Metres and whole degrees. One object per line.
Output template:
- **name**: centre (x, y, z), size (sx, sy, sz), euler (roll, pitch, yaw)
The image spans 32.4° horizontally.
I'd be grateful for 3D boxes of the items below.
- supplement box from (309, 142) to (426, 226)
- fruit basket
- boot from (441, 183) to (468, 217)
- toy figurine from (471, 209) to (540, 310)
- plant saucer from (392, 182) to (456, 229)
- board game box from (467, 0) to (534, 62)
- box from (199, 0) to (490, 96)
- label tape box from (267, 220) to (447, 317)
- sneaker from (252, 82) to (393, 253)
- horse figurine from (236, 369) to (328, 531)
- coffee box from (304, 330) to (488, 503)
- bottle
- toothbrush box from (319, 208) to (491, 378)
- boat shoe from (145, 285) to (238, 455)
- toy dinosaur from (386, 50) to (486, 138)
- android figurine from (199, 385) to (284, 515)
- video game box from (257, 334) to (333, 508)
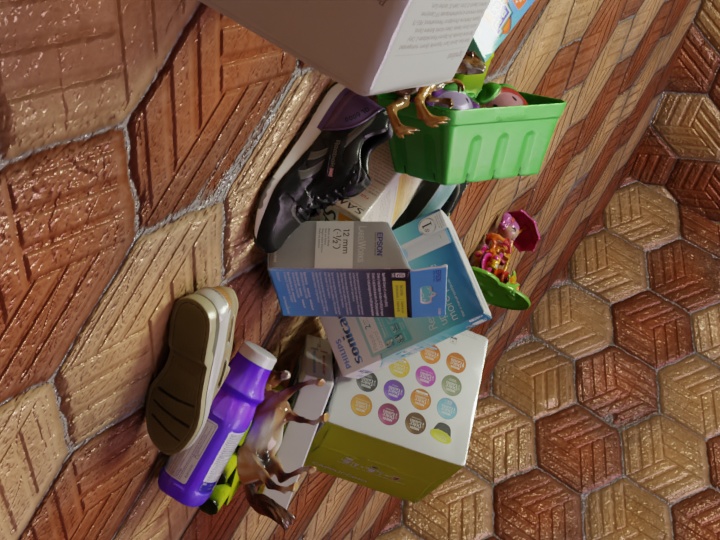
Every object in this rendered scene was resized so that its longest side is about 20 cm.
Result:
- **supplement box**: centre (0.019, -0.109, 1.520), size (0.200, 0.073, 0.126), euler (-53, 165, -29)
- **fruit basket**: centre (0.124, -0.213, 1.443), size (0.214, 0.155, 0.218), euler (-14, 113, -37)
- **boot**: centre (0.097, -0.083, 1.834), size (0.204, 0.073, 0.154), euler (-56, 177, 27)
- **toy figurine**: centre (0.292, -0.043, 2.524), size (0.200, 0.149, 0.186), euler (40, 65, -51)
- **plant saucer**: centre (0.100, -0.132, 1.656), size (0.201, 0.027, 0.201), euler (-55, -164, 24)
- **board game box**: centre (0.143, -0.351, 1.369), size (0.200, 0.045, 0.153), euler (-52, 128, -26)
- **box**: centre (-0.006, -0.252, 0.916), size (0.172, 0.198, 0.200), euler (-64, 165, 20)
- **label tape box**: centre (0.000, 0.000, 1.428), size (0.144, 0.198, 0.067), euler (82, 8, -66)
- **sneaker**: centre (-0.038, -0.097, 1.326), size (0.201, 0.087, 0.076), euler (-59, 166, 1)
- **horse figurine**: centre (-0.102, 0.206, 1.491), size (0.050, 0.132, 0.202), euler (31, 63, -43)
- **coffee box**: centre (0.040, 0.184, 1.737), size (0.200, 0.198, 0.199), euler (125, -18, -60)
- **bottle**: centre (-0.168, 0.181, 1.480), size (0.201, 0.065, 0.084), euler (-61, 174, 4)
- **toothbrush box**: centre (0.047, 0.032, 1.584), size (0.199, 0.148, 0.085), euler (-24, 168, 10)
- **boat shoe**: centre (-0.171, 0.107, 1.312), size (0.068, 0.074, 0.201), euler (-28, 145, -53)
- **toy dinosaur**: centre (0.044, -0.199, 1.301), size (0.199, 0.107, 0.060), euler (-3, 168, -37)
- **android figurine**: centre (-0.153, 0.221, 1.624), size (0.200, 0.041, 0.183), euler (-59, 169, -47)
- **video game box**: centre (-0.088, 0.206, 1.677), size (0.182, 0.046, 0.202), euler (-89, -161, -78)
